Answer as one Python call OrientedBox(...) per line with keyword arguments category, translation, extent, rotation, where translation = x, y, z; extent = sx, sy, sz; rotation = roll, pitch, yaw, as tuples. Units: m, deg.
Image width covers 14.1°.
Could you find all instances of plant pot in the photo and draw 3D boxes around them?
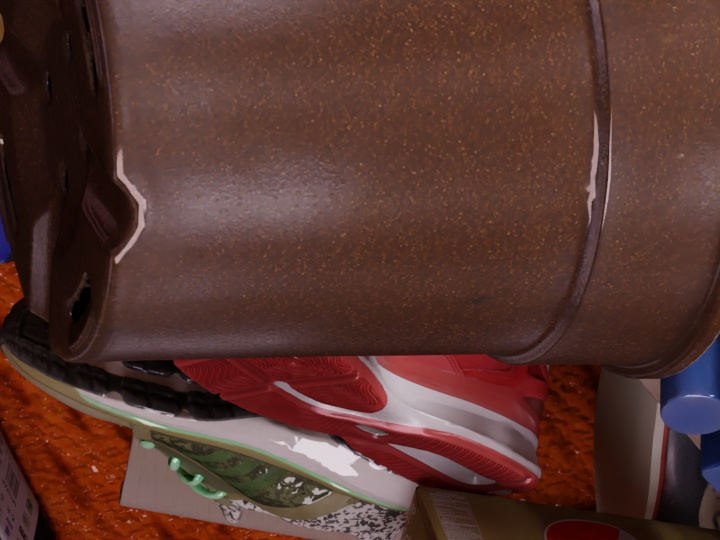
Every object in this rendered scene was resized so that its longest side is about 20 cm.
OrientedBox(category="plant pot", translation=(-0.005, -0.054, 0.909), extent=(0.197, 0.201, 0.201), rotation=(-7, 134, -20))

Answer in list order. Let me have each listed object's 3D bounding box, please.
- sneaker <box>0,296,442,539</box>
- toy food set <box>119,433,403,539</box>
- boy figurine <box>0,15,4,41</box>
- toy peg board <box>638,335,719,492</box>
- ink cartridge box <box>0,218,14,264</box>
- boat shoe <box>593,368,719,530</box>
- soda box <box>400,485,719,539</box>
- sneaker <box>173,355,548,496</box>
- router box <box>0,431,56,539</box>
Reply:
OrientedBox(category="sneaker", translation=(-0.056, 0.070, 1.169), extent=(0.199, 0.077, 0.089), rotation=(21, 129, -8))
OrientedBox(category="toy food set", translation=(-0.016, 0.029, 1.217), extent=(0.142, 0.061, 0.201), rotation=(10, 122, -4))
OrientedBox(category="boy figurine", translation=(-0.130, -0.079, 1.121), extent=(0.199, 0.065, 0.125), rotation=(20, 121, -9))
OrientedBox(category="toy peg board", translation=(0.201, 0.056, 1.019), extent=(0.198, 0.098, 0.200), rotation=(-18, 136, 27))
OrientedBox(category="ink cartridge box", translation=(-0.067, -0.046, 1.031), extent=(0.199, 0.039, 0.099), rotation=(-11, 163, -26))
OrientedBox(category="boat shoe", translation=(0.133, 0.108, 1.200), extent=(0.062, 0.071, 0.202), rotation=(-3, 103, -11))
OrientedBox(category="soda box", translation=(0.110, 0.140, 1.131), extent=(0.199, 0.064, 0.068), rotation=(10, 114, -15))
OrientedBox(category="sneaker", translation=(0.000, 0.000, 1.093), extent=(0.078, 0.116, 0.200), rotation=(-8, 150, 39))
OrientedBox(category="router box", translation=(-0.206, 0.156, 1.333), extent=(0.148, 0.051, 0.201), rotation=(-10, 129, 15))
